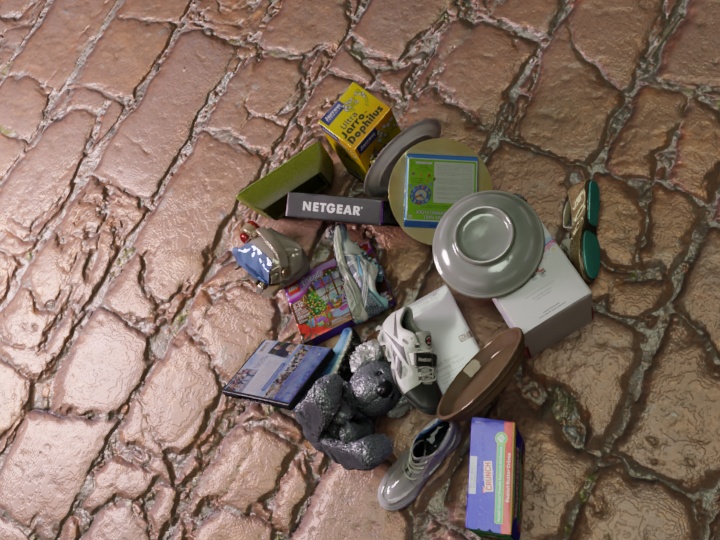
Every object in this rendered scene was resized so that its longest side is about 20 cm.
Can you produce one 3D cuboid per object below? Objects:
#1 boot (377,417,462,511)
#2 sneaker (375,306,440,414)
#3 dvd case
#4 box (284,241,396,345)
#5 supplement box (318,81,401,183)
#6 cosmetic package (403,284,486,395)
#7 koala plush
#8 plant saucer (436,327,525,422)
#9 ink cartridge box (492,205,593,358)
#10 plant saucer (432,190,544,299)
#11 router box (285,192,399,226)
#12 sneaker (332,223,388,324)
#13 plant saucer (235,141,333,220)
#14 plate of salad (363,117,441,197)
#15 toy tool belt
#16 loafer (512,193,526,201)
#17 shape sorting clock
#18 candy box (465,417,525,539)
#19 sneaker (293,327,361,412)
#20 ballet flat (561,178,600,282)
[{"bbox_3d":[0.095,0.333,1.431,0.073,0.096,0.200,39,84,26],"label":"boot"},{"bbox_3d":[0.098,0.153,1.438,0.089,0.073,0.202,-47,57,32],"label":"sneaker"},{"bbox_3d":[-0.156,0.192,1.536,0.198,0.018,0.143,2,43,43],"label":"dvd case"},{"bbox_3d":[-0.043,0.048,1.619,0.198,0.039,0.138,-27,63,6],"label":"box"},{"bbox_3d":[0.014,-0.258,1.632,0.109,0.200,0.109,39,84,27],"label":"supplement box"},{"bbox_3d":[0.163,0.140,1.500,0.101,0.074,0.202,-29,65,4],"label":"cosmetic package"},{"bbox_3d":[0.000,0.232,1.456,0.200,0.183,0.178,-42,94,-29],"label":"koala plush"},{"bbox_3d":[0.201,0.175,1.340,0.029,0.200,0.200,42,85,-3],"label":"plant saucer"},{"bbox_3d":[0.302,0.021,1.461,0.143,0.145,0.202,-31,63,5],"label":"ink cartridge box"},{"bbox_3d":[0.216,-0.054,1.410,0.197,0.050,0.204,-7,67,16],"label":"plant saucer"},{"bbox_3d":[-0.029,-0.120,1.617,0.197,0.149,0.052,6,94,20],"label":"router box"},{"bbox_3d":[0.000,0.000,1.572,0.085,0.078,0.203,-15,72,-3],"label":"sneaker"},{"bbox_3d":[-0.139,-0.168,1.659,0.198,0.200,0.048,-33,82,3],"label":"plant saucer"},{"bbox_3d":[0.077,-0.224,1.597,0.199,0.200,0.048,-41,71,-2],"label":"plate of salad"},{"bbox_3d":[-0.202,-0.021,1.630,0.199,0.126,0.123,27,63,39],"label":"toy tool belt"},{"bbox_3d":[0.236,-0.085,1.569,0.198,0.063,0.072,-34,65,3],"label":"loafer"},{"bbox_3d":[0.150,-0.147,1.540,0.196,0.039,0.204,0,83,-2],"label":"shape sorting clock"},{"bbox_3d":[0.222,0.344,1.328,0.076,0.200,0.172,1,69,17],"label":"candy box"},{"bbox_3d":[-0.071,0.192,1.552,0.089,0.078,0.202,25,78,28],"label":"sneaker"},{"bbox_3d":[0.408,-0.071,1.519,0.065,0.070,0.203,-12,60,43],"label":"ballet flat"}]
